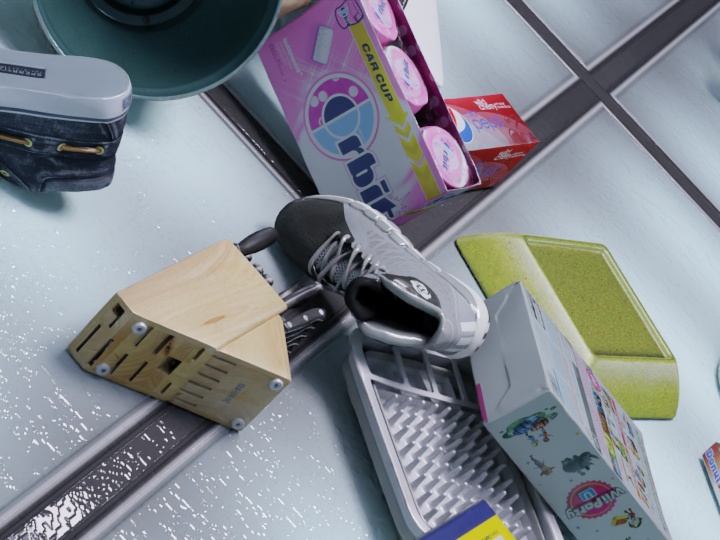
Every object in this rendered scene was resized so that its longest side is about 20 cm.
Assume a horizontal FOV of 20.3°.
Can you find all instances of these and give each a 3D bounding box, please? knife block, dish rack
[{"bbox_3d":[-0.114,0.019,1.437,0.199,0.064,0.176,25,35,-32],"label":"knife block"},{"bbox_3d":[0.063,0.144,1.530,0.171,0.044,0.201,18,39,-41],"label":"dish rack"}]

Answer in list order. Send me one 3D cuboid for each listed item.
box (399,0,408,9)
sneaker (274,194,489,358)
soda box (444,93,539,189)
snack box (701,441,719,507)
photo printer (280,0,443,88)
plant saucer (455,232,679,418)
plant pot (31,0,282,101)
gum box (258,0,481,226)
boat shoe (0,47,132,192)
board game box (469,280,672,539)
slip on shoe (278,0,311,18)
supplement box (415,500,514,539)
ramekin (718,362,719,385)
[{"bbox_3d":[-0.061,-0.288,1.753,0.199,0.036,0.143,25,-2,17],"label":"box"},{"bbox_3d":[0.000,0.000,1.536,0.199,0.075,0.115,30,13,21],"label":"sneaker"},{"bbox_3d":[0.080,-0.115,1.847,0.064,0.070,0.199,53,30,16],"label":"soda box"},{"bbox_3d":[0.401,0.223,1.884,0.199,0.024,0.072,24,37,-34],"label":"snack box"},{"bbox_3d":[0.001,-0.249,1.912,0.166,0.069,0.201,31,32,-24],"label":"photo printer"},{"bbox_3d":[0.204,0.040,1.835,0.199,0.048,0.200,5,48,-50],"label":"plant saucer"},{"bbox_3d":[-0.168,-0.244,1.596,0.200,0.201,0.134,35,3,-18],"label":"plant pot"},{"bbox_3d":[0.003,-0.137,1.682,0.066,0.113,0.201,-17,81,-58],"label":"gum box"},{"bbox_3d":[-0.263,-0.107,1.407,0.199,0.091,0.071,10,37,-6],"label":"boat shoe"},{"bbox_3d":[0.164,0.127,1.590,0.200,0.064,0.148,49,19,-30],"label":"board game box"},{"bbox_3d":[-0.116,-0.262,1.711,0.060,0.077,0.200,-13,28,-35],"label":"slip on shoe"},{"bbox_3d":[0.084,0.272,1.312,0.200,0.109,0.109,52,29,11],"label":"supplement box"},{"bbox_3d":[0.449,0.125,1.994,0.200,0.098,0.201,32,32,-22],"label":"ramekin"}]
